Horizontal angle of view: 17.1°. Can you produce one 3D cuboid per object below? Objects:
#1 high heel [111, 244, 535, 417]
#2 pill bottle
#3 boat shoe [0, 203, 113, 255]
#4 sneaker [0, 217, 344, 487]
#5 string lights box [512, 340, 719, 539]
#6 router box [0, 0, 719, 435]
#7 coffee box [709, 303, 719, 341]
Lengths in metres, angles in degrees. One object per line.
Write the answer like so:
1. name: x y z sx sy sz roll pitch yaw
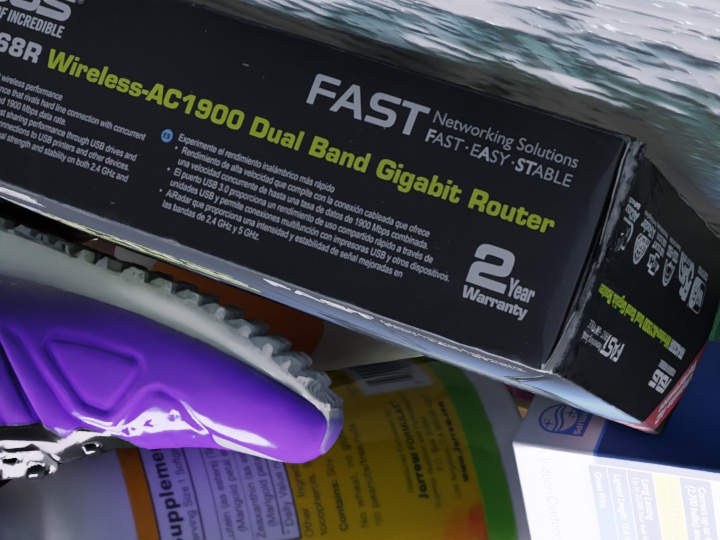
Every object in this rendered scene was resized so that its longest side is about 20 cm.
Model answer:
1. high heel: 0.000 0.000 0.857 0.199 0.067 0.096 19 -138 -24
2. pill bottle: -0.048 0.095 0.773 0.199 0.111 0.111 -8 -176 -15
3. boat shoe: -0.127 -0.056 0.788 0.200 0.071 0.070 18 138 -39
4. sneaker: -0.107 0.037 0.710 0.200 0.100 0.070 19 180 4
5. string lights box: 0.153 0.081 0.709 0.199 0.059 0.103 6 131 25
6. router box: -0.010 -0.020 0.652 0.199 0.062 0.150 18 176 20
7. coffee box: 0.182 0.048 0.828 0.123 0.044 0.200 21 176 -40
